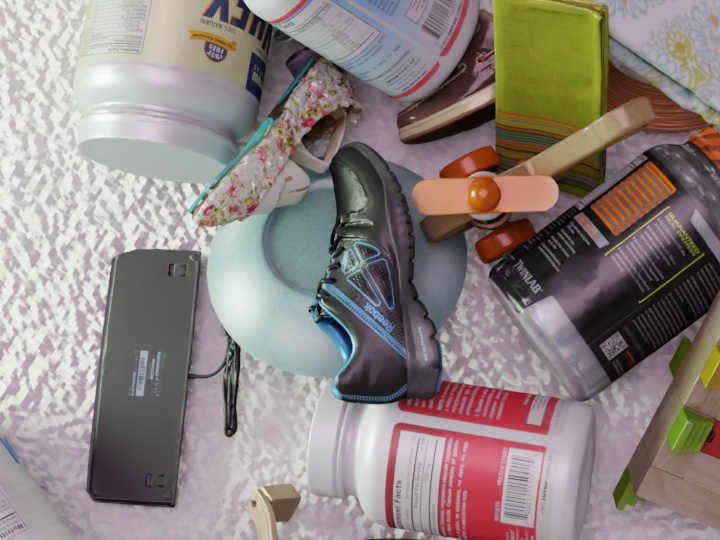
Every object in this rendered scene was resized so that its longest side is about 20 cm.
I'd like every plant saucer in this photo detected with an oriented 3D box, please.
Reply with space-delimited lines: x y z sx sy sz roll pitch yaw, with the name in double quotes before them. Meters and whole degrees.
"plant saucer" -0.019 -0.015 1.726 0.199 0.039 0.202 -2 57 4

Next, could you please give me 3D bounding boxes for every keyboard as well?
"keyboard" -0.143 0.082 1.768 0.126 0.021 0.202 2 78 16

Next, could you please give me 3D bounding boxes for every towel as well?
"towel" 0.223 -0.222 1.681 0.199 0.048 0.172 32 64 -16
"towel" 0.138 -0.127 1.682 0.085 0.201 0.018 10 54 12

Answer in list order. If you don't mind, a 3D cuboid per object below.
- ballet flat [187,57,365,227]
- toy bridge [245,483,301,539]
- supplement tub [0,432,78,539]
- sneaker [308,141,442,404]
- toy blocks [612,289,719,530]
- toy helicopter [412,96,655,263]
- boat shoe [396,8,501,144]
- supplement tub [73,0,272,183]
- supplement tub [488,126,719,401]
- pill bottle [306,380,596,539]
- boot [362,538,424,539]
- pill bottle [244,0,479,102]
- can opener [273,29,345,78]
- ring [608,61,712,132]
"ballet flat" -0.055 -0.089 1.718 0.064 0.076 0.200 38 50 -2
"toy bridge" -0.029 0.235 1.660 0.200 0.067 0.027 53 124 33
"supplement tub" -0.303 0.184 1.714 0.132 0.132 0.200 -39 75 -1
"sneaker" 0.000 0.000 1.647 0.081 0.073 0.201 -10 67 -9
"toy blocks" 0.287 0.113 1.642 0.136 0.100 0.201 23 108 -9
"toy helicopter" 0.123 -0.072 1.657 0.199 0.132 0.079 -30 82 31
"boat shoe" 0.107 -0.166 1.744 0.199 0.072 0.072 -30 81 15
"supplement tub" -0.141 -0.180 1.763 0.144 0.145 0.202 7 79 11
"supplement tub" 0.203 -0.008 1.677 0.199 0.123 0.123 -36 74 0
"pill bottle" 0.066 0.138 1.672 0.198 0.112 0.113 9 79 12
"boot" 0.069 0.235 1.656 0.199 0.097 0.075 17 81 13
"pill bottle" -0.017 -0.215 1.698 0.199 0.109 0.109 30 82 -26
"can opener" 0.024 -0.218 1.802 0.199 0.053 0.067 -30 106 1
"ring" 0.241 -0.202 1.769 0.199 0.019 0.202 -2 76 8
